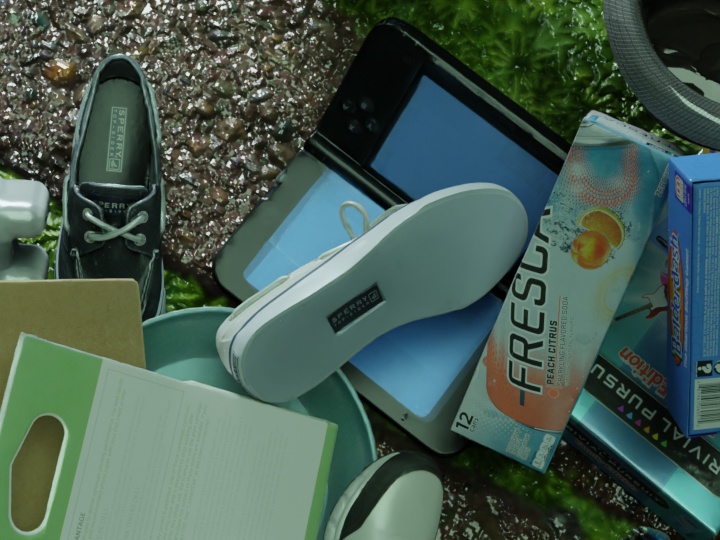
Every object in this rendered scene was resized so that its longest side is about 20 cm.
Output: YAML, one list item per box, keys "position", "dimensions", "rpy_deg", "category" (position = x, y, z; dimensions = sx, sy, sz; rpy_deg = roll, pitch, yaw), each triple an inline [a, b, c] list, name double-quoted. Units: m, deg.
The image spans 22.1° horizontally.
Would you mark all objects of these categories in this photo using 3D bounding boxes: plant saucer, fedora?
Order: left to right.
- position: [-0.089, 0.124, 1.102]
  dimensions: [0.198, 0.036, 0.202]
  rpy_deg: [3, 77, -12]
  category: "plant saucer"
- position: [0.238, -0.129, 1.082]
  dimensions: [0.198, 0.090, 0.179]
  rpy_deg: [-2, 67, -2]
  category: "fedora"

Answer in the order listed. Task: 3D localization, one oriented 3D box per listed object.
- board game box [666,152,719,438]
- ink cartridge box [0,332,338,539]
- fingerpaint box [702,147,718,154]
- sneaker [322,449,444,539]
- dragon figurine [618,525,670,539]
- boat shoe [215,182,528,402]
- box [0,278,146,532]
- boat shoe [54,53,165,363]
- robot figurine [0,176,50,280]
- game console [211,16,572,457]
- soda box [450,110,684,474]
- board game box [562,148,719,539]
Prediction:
- position: [0.270, 0.006, 1.019]
  dimensions: [0.198, 0.045, 0.154]
  rpy_deg: [-5, 112, -6]
  category: "board game box"
- position: [-0.119, 0.132, 1.027]
  dimensions: [0.198, 0.048, 0.147]
  rpy_deg: [18, 75, -22]
  category: "ink cartridge box"
- position: [0.308, -0.001, 1.130]
  dimensions: [0.165, 0.073, 0.202]
  rpy_deg: [-3, 72, -6]
  category: "fingerpaint box"
- position: [0.011, 0.203, 1.057]
  dimensions: [0.073, 0.080, 0.202]
  rpy_deg: [25, 81, -36]
  category: "sneaker"
- position: [0.200, 0.214, 1.108]
  dimensions: [0.198, 0.059, 0.100]
  rpy_deg: [10, 72, -4]
  category: "dragon figurine"
- position: [0.001, 0.004, 1.096]
  dimensions: [0.201, 0.086, 0.075]
  rpy_deg: [-33, 117, -13]
  category: "boat shoe"
- position: [-0.211, 0.087, 1.023]
  dimensions: [0.198, 0.021, 0.165]
  rpy_deg: [0, 80, -31]
  category: "box"
- position: [-0.150, -0.034, 1.131]
  dimensions: [0.071, 0.068, 0.202]
  rpy_deg: [5, 74, -6]
  category: "boat shoe"
- position: [-0.284, -0.019, 1.086]
  dimensions: [0.198, 0.113, 0.172]
  rpy_deg: [2, 103, -8]
  category: "robot figurine"
- position: [0.037, -0.020, 1.133]
  dimensions: [0.199, 0.176, 0.116]
  rpy_deg: [37, 43, 4]
  category: "game console"
- position: [0.121, 0.012, 1.074]
  dimensions: [0.063, 0.068, 0.202]
  rpy_deg: [23, 103, 7]
  category: "soda box"
- position: [0.215, 0.047, 1.168]
  dimensions: [0.151, 0.047, 0.200]
  rpy_deg: [38, 72, 5]
  category: "board game box"
